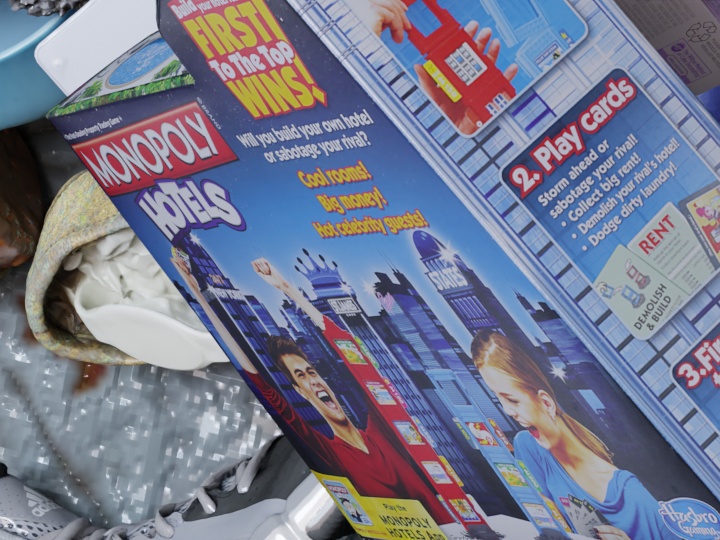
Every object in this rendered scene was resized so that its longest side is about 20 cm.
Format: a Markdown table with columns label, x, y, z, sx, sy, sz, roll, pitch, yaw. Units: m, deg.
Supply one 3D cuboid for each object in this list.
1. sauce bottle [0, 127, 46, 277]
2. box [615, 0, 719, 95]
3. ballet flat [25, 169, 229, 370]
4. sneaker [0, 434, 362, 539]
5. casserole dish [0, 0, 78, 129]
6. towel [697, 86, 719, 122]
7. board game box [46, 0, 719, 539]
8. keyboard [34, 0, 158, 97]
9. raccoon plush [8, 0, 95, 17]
| label | x | y | z | sx | sy | sz | roll | pitch | yaw |
| --- | --- | --- | --- | --- | --- | --- | --- | --- | --- |
| sauce bottle | -0.194 | 0.007 | 0.883 | 0.200 | 0.066 | 0.066 | -23 | 83 | 14 |
| box | 0.037 | -0.101 | 0.686 | 0.041 | 0.200 | 0.039 | -26 | 54 | 19 |
| ballet flat | -0.013 | -0.003 | 0.803 | 0.200 | 0.071 | 0.071 | -5 | 88 | 34 |
| sneaker | -0.065 | 0.077 | 0.835 | 0.115 | 0.075 | 0.200 | 41 | 107 | 17 |
| casserole dish | -0.137 | -0.079 | 0.846 | 0.200 | 0.039 | 0.121 | -8 | 46 | 27 |
| towel | 0.110 | -0.022 | 0.810 | 0.200 | 0.024 | 0.145 | -2 | 88 | 18 |
| board game box | 0.012 | -0.022 | 0.662 | 0.062 | 0.200 | 0.200 | -41 | 106 | -23 |
| keyboard | 0.000 | 0.000 | 0.758 | 0.056 | 0.011 | 0.200 | -38 | 102 | 17 |
| raccoon plush | -0.152 | -0.072 | 0.786 | 0.134 | 0.097 | 0.200 | 47 | 115 | 36 |
